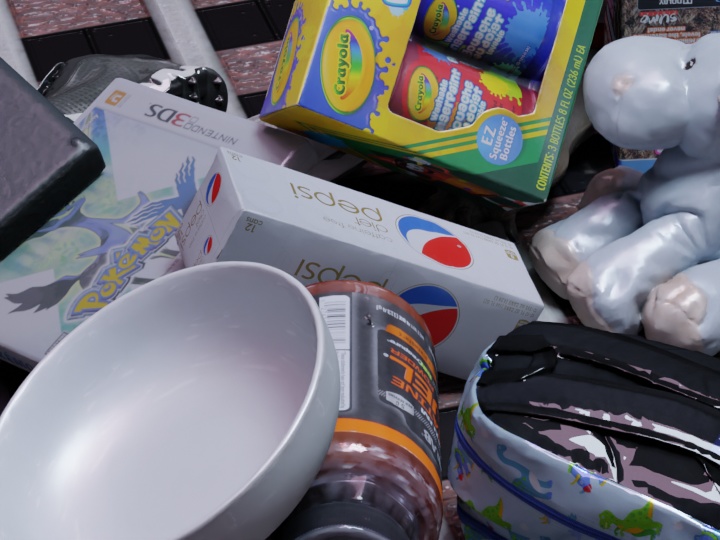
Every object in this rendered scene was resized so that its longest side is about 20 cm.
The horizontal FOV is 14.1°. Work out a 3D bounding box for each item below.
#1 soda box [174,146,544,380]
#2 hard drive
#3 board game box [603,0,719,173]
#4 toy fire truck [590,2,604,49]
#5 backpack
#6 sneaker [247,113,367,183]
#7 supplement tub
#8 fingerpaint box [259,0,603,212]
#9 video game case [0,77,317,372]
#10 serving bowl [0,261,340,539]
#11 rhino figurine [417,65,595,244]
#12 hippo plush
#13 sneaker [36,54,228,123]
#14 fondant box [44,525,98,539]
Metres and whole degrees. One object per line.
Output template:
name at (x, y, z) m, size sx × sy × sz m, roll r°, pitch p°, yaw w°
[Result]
soda box at (0.000, 0.000, 1.643) m, size 0.199 × 0.064 × 0.068 m, roll 17°, pitch 27°, yaw -26°
hard drive at (-0.268, -0.081, 1.754) m, size 0.139 × 0.033 × 0.200 m, roll -41°, pitch 61°, yaw -14°
board game box at (0.235, -0.166, 1.827) m, size 0.158 × 0.201 × 0.097 m, roll -2°, pitch 33°, yaw -1°
toy fire truck at (0.105, -0.226, 2.020) m, size 0.198 × 0.112 × 0.169 m, roll 2°, pitch 56°, yaw 2°
backpack at (0.142, 0.105, 1.507) m, size 0.199 × 0.154 × 0.163 m, roll 28°, pitch 42°, yaw 4°
sneaker at (-0.021, -0.118, 1.804) m, size 0.199 × 0.116 × 0.076 m, roll -15°, pitch 42°, yaw 22°
supplement tub at (-0.009, 0.100, 1.535) m, size 0.106 × 0.108 × 0.201 m, roll -2°, pitch 35°, yaw 1°
fingerpaint box at (0.052, -0.157, 1.707) m, size 0.166 × 0.201 × 0.073 m, roll 21°, pitch -11°, yaw -19°
video game case at (-0.148, -0.023, 1.714) m, size 0.182 × 0.022 × 0.200 m, roll 20°, pitch 61°, yaw 44°
serving bowl at (-0.091, 0.090, 1.458) m, size 0.199 × 0.066 × 0.201 m, roll -22°, pitch 36°, yaw 17°
rhino figurine at (0.092, -0.074, 1.828) m, size 0.087 × 0.060 × 0.200 m, roll 8°, pitch 37°, yaw 22°
hippo plush at (0.196, -0.052, 1.697) m, size 0.199 × 0.162 × 0.160 m, roll 6°, pitch 35°, yaw 12°
sneaker at (-0.185, -0.092, 1.868) m, size 0.199 × 0.067 × 0.090 m, roll -25°, pitch 37°, yaw -36°
fondant box at (-0.168, 0.195, 1.449) m, size 0.199 × 0.059 × 0.144 m, roll 15°, pitch 38°, yaw 22°
